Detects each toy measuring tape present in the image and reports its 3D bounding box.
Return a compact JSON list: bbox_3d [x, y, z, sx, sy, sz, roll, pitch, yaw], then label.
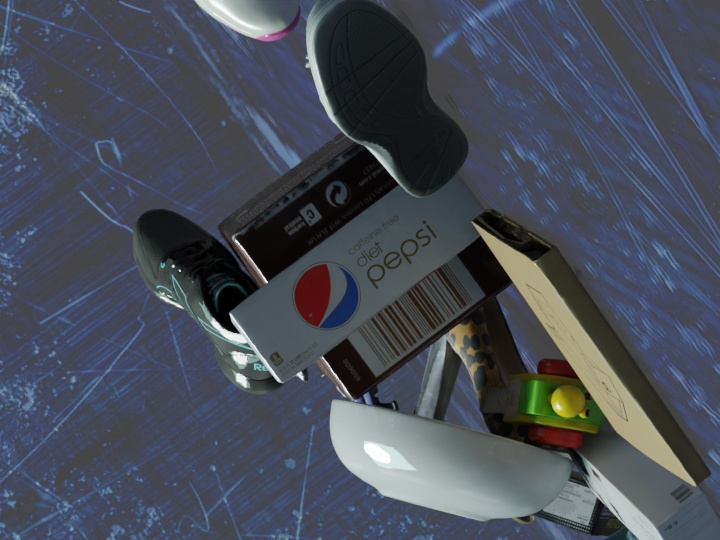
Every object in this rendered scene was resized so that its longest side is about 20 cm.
[{"bbox_3d":[0.149,0.106,1.761,0.074,0.074,0.200,53,169,-3],"label":"toy measuring tape"}]

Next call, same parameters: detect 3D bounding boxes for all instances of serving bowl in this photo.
[{"bbox_3d":[0.066,0.158,1.775,0.200,0.066,0.200,14,175,1],"label":"serving bowl"}]

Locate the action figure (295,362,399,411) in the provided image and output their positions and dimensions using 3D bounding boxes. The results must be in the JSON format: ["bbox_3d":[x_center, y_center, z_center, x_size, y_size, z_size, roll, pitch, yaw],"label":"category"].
[{"bbox_3d":[0.003,0.050,1.993,0.200,0.193,0.105,61,-170,1],"label":"action figure"}]

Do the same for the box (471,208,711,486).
[{"bbox_3d":[0.159,0.051,1.558,0.200,0.021,0.163,55,176,-16],"label":"box"}]

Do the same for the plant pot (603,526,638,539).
[{"bbox_3d":[0.245,0.330,1.898,0.196,0.196,0.200,49,165,51],"label":"plant pot"}]

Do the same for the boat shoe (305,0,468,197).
[{"bbox_3d":[0.009,-0.120,1.455,0.065,0.074,0.202,45,179,35],"label":"boat shoe"}]

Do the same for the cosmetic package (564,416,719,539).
[{"bbox_3d":[0.219,0.172,1.716,0.083,0.051,0.200,54,176,-26],"label":"cosmetic package"}]

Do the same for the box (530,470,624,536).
[{"bbox_3d":[0.131,0.182,1.956,0.200,0.044,0.160,18,179,19],"label":"box"}]

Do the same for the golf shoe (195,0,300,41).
[{"bbox_3d":[-0.118,-0.263,1.708,0.200,0.075,0.092,52,173,6],"label":"golf shoe"}]

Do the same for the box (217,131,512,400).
[{"bbox_3d":[-0.001,-0.015,1.809,0.164,0.166,0.200,53,176,-7],"label":"box"}]

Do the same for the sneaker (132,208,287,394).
[{"bbox_3d":[-0.119,0.009,1.823,0.200,0.075,0.079,46,159,27],"label":"sneaker"}]

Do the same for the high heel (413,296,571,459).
[{"bbox_3d":[0.145,0.081,1.881,0.200,0.143,0.071,13,176,26],"label":"high heel"}]

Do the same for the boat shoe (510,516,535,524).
[{"bbox_3d":[0.187,0.295,3.153,0.063,0.073,0.201,40,171,44],"label":"boat shoe"}]

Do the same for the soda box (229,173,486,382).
[{"bbox_3d":[0.000,0.000,1.668,0.068,0.200,0.064,53,176,2],"label":"soda box"}]
